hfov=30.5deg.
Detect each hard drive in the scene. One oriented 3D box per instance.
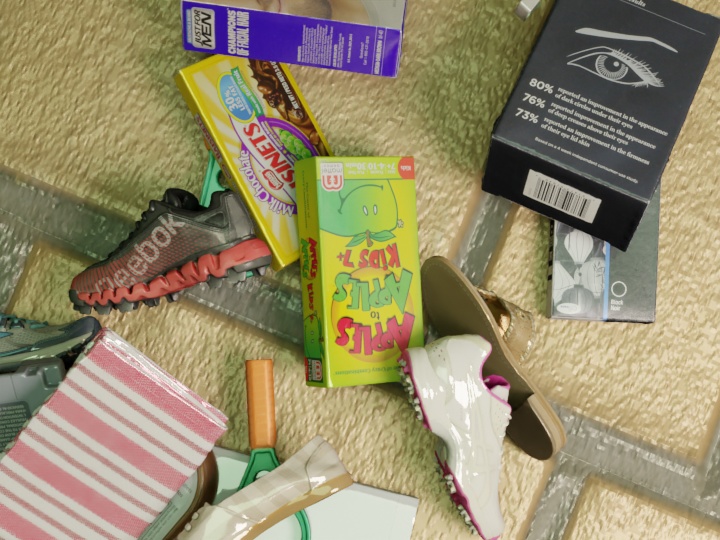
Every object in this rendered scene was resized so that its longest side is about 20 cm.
[{"bbox_3d":[-0.058,0.248,1.203,0.198,0.026,0.133,14,86,1],"label":"hard drive"}]

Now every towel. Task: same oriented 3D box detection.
[{"bbox_3d":[-0.227,0.164,1.131,0.146,0.030,0.200,39,91,-23],"label":"towel"}]

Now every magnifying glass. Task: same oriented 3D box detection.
[{"bbox_3d":[-0.087,0.181,1.187,0.079,0.022,0.202,-3,87,0],"label":"magnifying glass"},{"bbox_3d":[-0.125,-0.093,1.225,0.079,0.022,0.202,-13,85,-1],"label":"magnifying glass"}]

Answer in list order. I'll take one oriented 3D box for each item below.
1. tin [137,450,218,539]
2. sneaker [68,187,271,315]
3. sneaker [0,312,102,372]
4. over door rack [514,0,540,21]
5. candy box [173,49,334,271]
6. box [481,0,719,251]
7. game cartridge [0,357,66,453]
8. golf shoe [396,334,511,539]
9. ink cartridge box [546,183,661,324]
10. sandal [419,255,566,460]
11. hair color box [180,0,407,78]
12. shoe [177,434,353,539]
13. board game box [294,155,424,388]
[{"bbox_3d":[-0.214,0.220,1.187,0.112,0.042,0.200,41,92,9],"label":"tin"},{"bbox_3d":[-0.179,-0.019,1.184,0.199,0.071,0.099,-16,90,20],"label":"sneaker"},{"bbox_3d":[-0.335,0.063,1.194,0.198,0.078,0.087,-16,82,-1],"label":"sneaker"},{"bbox_3d":[0.151,-0.333,1.220,0.148,0.067,0.200,43,66,3],"label":"over door rack"},{"bbox_3d":[-0.081,-0.110,1.208,0.102,0.026,0.201,-28,90,-24],"label":"candy box"},{"bbox_3d":[0.212,-0.145,1.163,0.147,0.104,0.201,25,69,9],"label":"box"},{"bbox_3d":[-0.342,0.153,1.157,0.198,0.042,0.134,-7,113,5],"label":"game cartridge"},{"bbox_3d":[0.103,0.148,1.168,0.091,0.075,0.201,-24,111,-7],"label":"golf shoe"},{"bbox_3d":[0.226,-0.053,1.221,0.099,0.039,0.202,2,85,1],"label":"ink cartridge box"},{"bbox_3d":[0.134,0.067,1.208,0.069,0.077,0.213,-34,94,-34],"label":"sandal"},{"bbox_3d":[-0.057,-0.246,1.202,0.198,0.065,0.110,7,52,2],"label":"hair color box"},{"bbox_3d":[-0.103,0.210,1.142,0.199,0.070,0.054,-28,87,-9],"label":"shoe"},{"bbox_3d":[0.000,0.000,1.185,0.101,0.048,0.202,-3,89,-29],"label":"board game box"}]
